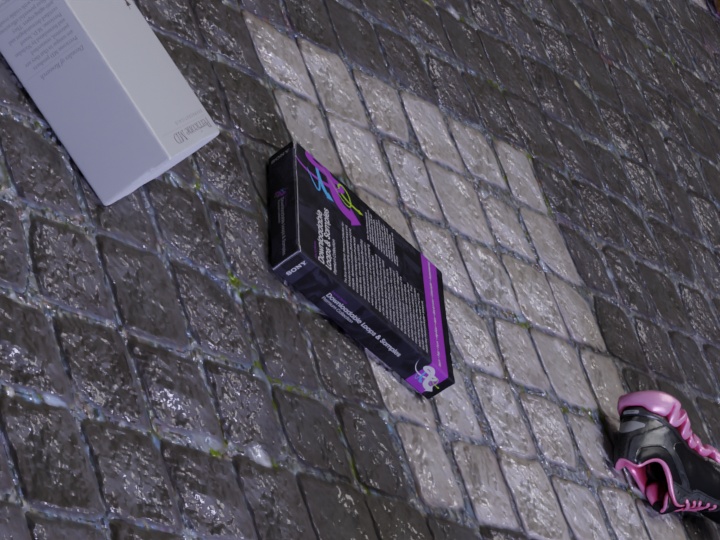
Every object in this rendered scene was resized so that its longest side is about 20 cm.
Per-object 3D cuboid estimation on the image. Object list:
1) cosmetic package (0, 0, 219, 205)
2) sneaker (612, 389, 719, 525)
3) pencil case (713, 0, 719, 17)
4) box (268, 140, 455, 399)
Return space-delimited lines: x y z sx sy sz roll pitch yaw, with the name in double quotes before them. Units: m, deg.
"cosmetic package" -0.201 -0.157 1.870 0.200 0.071 0.101 56 24 -3
"sneaker" 0.303 0.201 2.407 0.200 0.079 0.096 41 50 -30
"pencil case" 0.492 -0.453 3.548 0.083 0.087 0.200 -15 71 -32
"box" 0.000 0.000 2.102 0.200 0.036 0.143 43 27 -32
